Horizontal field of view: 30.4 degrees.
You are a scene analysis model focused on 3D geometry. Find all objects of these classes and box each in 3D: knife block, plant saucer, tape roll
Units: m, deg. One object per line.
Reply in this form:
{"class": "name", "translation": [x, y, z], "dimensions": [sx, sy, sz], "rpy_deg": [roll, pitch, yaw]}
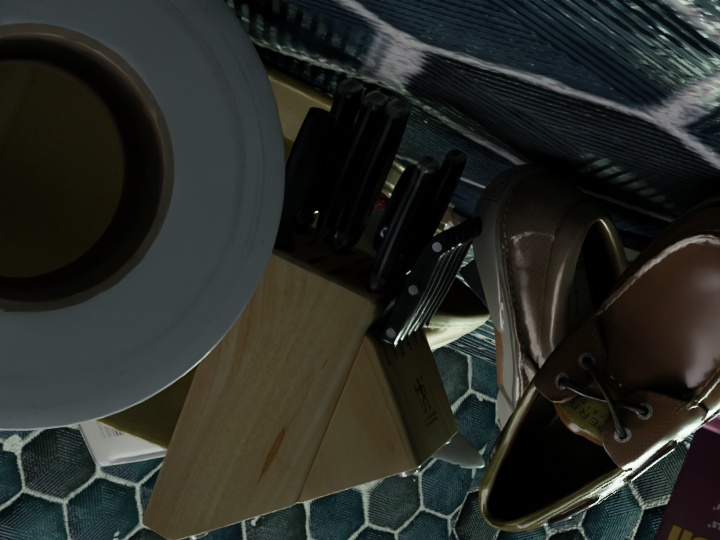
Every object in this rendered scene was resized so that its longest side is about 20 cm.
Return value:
{"class": "knife block", "translation": [-0.033, 0.016, 0.619], "dimensions": [0.199, 0.177, 0.064], "rpy_deg": [-21, 180, 23]}
{"class": "plant saucer", "translation": [-0.119, -0.027, 0.679], "dimensions": [0.199, 0.201, 0.048], "rpy_deg": [24, -179, -18]}
{"class": "tape roll", "translation": [-0.143, -0.043, 0.564], "dimensions": [0.202, 0.204, 0.139], "rpy_deg": [24, 177, -18]}

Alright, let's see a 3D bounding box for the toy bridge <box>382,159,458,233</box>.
{"class": "toy bridge", "translation": [-0.012, -0.066, 0.784], "dimensions": [0.199, 0.027, 0.067], "rpy_deg": [26, 175, -35]}

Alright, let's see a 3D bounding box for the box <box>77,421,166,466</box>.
{"class": "box", "translation": [-0.108, 0.044, 0.856], "dimensions": [0.082, 0.069, 0.200], "rpy_deg": [-12, -162, 24]}

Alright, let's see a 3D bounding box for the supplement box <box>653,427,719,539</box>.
{"class": "supplement box", "translation": [0.294, 0.171, 0.955], "dimensions": [0.130, 0.201, 0.103], "rpy_deg": [20, 176, 22]}

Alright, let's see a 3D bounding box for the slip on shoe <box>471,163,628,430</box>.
{"class": "slip on shoe", "translation": [0.109, 0.041, 0.651], "dimensions": [0.060, 0.076, 0.201], "rpy_deg": [23, 137, 47]}

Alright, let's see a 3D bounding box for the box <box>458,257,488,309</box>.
{"class": "box", "translation": [0.154, 0.064, 0.967], "dimensions": [0.160, 0.043, 0.200], "rpy_deg": [53, -174, 19]}

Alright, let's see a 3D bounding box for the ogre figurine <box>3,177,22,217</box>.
{"class": "ogre figurine", "translation": [-0.150, -0.042, 0.757], "dimensions": [0.098, 0.120, 0.200], "rpy_deg": [27, 155, 15]}

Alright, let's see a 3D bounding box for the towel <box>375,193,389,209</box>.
{"class": "towel", "translation": [-0.077, -0.055, 0.895], "dimensions": [0.144, 0.023, 0.200], "rpy_deg": [-22, 147, 36]}

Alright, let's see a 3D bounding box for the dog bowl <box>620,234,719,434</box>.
{"class": "dog bowl", "translation": [0.194, 0.046, 0.771], "dimensions": [0.199, 0.074, 0.200], "rpy_deg": [23, 176, 2]}

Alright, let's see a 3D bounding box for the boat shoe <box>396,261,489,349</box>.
{"class": "boat shoe", "translation": [0.010, 0.036, 0.904], "dimensions": [0.199, 0.065, 0.071], "rpy_deg": [-1, -143, -46]}

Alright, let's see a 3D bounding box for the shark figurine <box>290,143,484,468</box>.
{"class": "shark figurine", "translation": [0.010, 0.005, 0.752], "dimensions": [0.089, 0.129, 0.215], "rpy_deg": [-15, -126, -23]}

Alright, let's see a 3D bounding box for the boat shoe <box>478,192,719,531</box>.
{"class": "boat shoe", "translation": [0.112, 0.052, 0.554], "dimensions": [0.068, 0.200, 0.072], "rpy_deg": [-29, -115, -39]}
